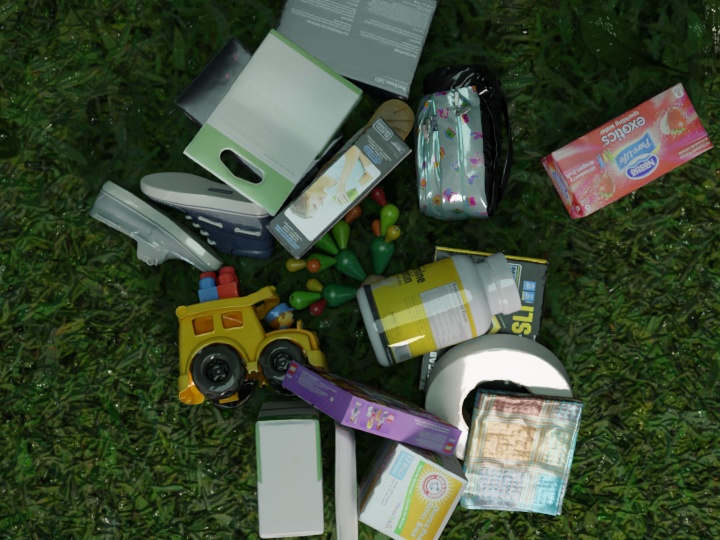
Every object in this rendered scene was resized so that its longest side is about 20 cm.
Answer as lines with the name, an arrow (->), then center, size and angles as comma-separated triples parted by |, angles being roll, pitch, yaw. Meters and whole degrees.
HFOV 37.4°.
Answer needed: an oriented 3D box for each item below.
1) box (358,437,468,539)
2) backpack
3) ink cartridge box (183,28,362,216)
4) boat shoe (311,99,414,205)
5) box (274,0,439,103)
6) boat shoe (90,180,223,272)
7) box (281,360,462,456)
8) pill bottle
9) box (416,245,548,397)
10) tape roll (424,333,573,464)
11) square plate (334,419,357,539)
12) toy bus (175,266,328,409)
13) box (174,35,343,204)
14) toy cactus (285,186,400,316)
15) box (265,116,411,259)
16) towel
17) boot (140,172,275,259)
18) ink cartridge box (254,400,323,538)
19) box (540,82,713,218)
box -> 0.065, 0.281, 1.398 | 0.101, 0.200, 0.113 | 28, 90, 0
backpack -> 0.134, -0.167, 1.430 | 0.126, 0.167, 0.201 | -1, 94, 17
ink cartridge box -> -0.110, -0.187, 1.363 | 0.145, 0.048, 0.200 | 35, 84, 0
boat shoe -> -0.001, -0.145, 1.461 | 0.071, 0.069, 0.200 | 42, 86, -3
box -> -0.010, -0.326, 1.456 | 0.199, 0.079, 0.142 | 18, 87, 0
boat shoe -> -0.283, -0.045, 1.467 | 0.201, 0.070, 0.072 | 34, 92, 7
box -> 0.016, 0.175, 1.355 | 0.200, 0.137, 0.039 | 23, 90, -40
pill bottle -> 0.103, 0.045, 1.395 | 0.199, 0.112, 0.112 | -19, 90, 0
box -> 0.168, 0.075, 1.473 | 0.159, 0.049, 0.201 | 7, 90, -1
tape roll -> 0.185, 0.178, 1.432 | 0.202, 0.037, 0.203 | 2, 120, 3
square plate -> -0.019, 0.291, 1.400 | 0.028, 0.198, 0.201 | -1, 90, 0
toy bus -> -0.153, 0.081, 1.446 | 0.199, 0.136, 0.193 | -9, 74, -1
box -> -0.133, -0.199, 1.443 | 0.200, 0.106, 0.122 | 41, 89, 1
toy cactus -> 0.000, 0.000, 1.460 | 0.165, 0.102, 0.200 | 45, 82, -10
box -> -0.030, -0.104, 1.368 | 0.200, 0.117, 0.060 | -43, 94, -1
towel -> 0.215, 0.249, 1.438 | 0.146, 0.022, 0.201 | 5, 121, 0
boot -> -0.212, -0.073, 1.465 | 0.199, 0.073, 0.091 | 13, 119, 18
ink cartridge box -> -0.091, 0.254, 1.401 | 0.083, 0.200, 0.147 | -3, 91, -3
box -> 0.359, -0.160, 1.446 | 0.200, 0.095, 0.100 | -28, 91, 0
